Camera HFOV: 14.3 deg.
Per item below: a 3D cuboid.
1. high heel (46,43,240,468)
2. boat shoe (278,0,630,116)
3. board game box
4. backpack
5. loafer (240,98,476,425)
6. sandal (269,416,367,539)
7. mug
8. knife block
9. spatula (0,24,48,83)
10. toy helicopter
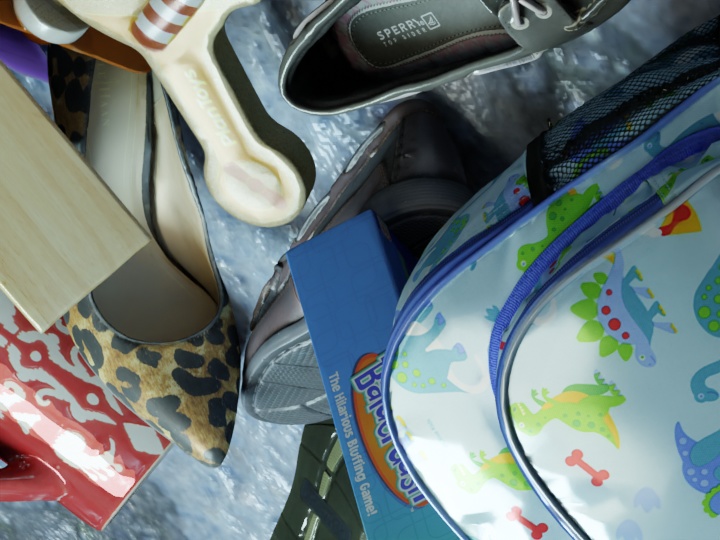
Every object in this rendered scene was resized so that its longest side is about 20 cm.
[{"bbox_3d":[-0.093,-0.022,1.255,0.143,0.071,0.200,108,143,-58],"label":"high heel"},{"bbox_3d":[0.040,-0.100,1.101,0.067,0.057,0.200,53,145,-13],"label":"boat shoe"},{"bbox_3d":[0.043,0.094,1.148,0.045,0.200,0.152,-27,143,13],"label":"board game box"},{"bbox_3d":[0.111,0.030,1.017,0.200,0.147,0.183,-34,103,19],"label":"backpack"},{"bbox_3d":[0.000,0.000,1.248,0.072,0.063,0.200,7,148,-21],"label":"loafer"},{"bbox_3d":[0.009,0.100,1.346,0.080,0.057,0.201,54,137,30],"label":"sandal"},{"bbox_3d":[-0.182,0.040,1.394,0.200,0.178,0.133,39,180,-1],"label":"mug"},{"bbox_3d":[-0.190,-0.086,1.192,0.200,0.064,0.176,46,174,32],"label":"knife block"},{"bbox_3d":[-0.182,-0.167,1.286,0.057,0.021,0.200,19,135,43],"label":"spatula"},{"bbox_3d":[-0.085,-0.098,1.182,0.132,0.079,0.200,-13,121,30],"label":"toy helicopter"}]
